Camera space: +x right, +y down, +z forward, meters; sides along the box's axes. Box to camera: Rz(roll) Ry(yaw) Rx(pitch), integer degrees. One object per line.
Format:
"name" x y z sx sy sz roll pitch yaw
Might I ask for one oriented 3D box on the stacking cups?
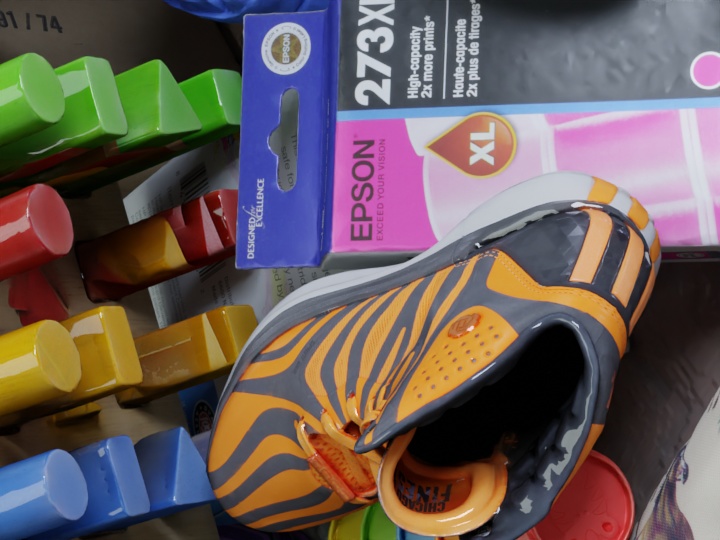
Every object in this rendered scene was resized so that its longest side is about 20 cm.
"stacking cups" 0.041 0.088 0.922 0.200 0.060 0.061 141 121 -71

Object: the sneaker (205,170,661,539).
"sneaker" 0.008 0.050 0.842 0.200 0.078 0.112 -39 18 36

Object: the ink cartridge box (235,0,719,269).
"ink cartridge box" 0.047 -0.050 0.884 0.199 0.037 0.095 -2 80 20

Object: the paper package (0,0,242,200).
"paper package" -0.168 -0.086 1.137 0.104 0.199 0.191 -56 50 40

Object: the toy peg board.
"toy peg board" -0.099 0.014 0.928 0.097 0.200 0.200 -20 83 26

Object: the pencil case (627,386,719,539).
"pencil case" 0.154 0.050 0.803 0.078 0.089 0.201 -92 24 -54

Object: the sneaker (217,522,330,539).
"sneaker" -0.071 0.110 1.111 0.200 0.083 0.081 36 119 51

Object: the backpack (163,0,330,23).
"backpack" -0.036 -0.192 0.981 0.162 0.167 0.201 38 122 53

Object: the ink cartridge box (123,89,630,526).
"ink cartridge box" 0.000 0.000 1.007 0.200 0.084 0.145 -34 66 51
